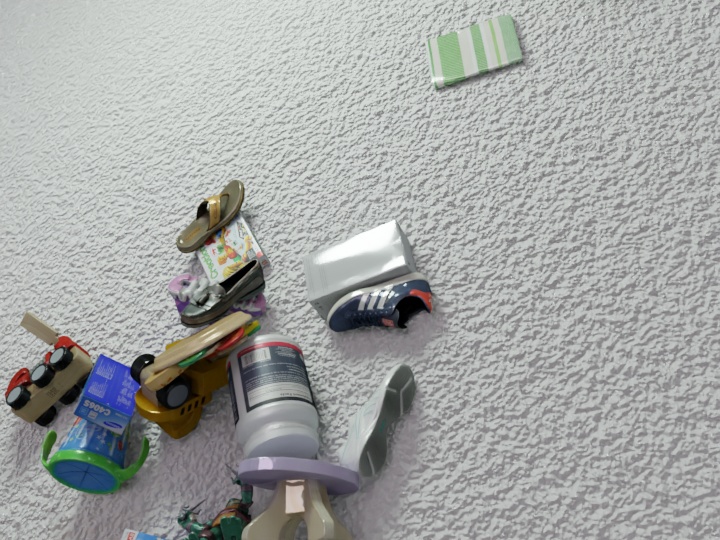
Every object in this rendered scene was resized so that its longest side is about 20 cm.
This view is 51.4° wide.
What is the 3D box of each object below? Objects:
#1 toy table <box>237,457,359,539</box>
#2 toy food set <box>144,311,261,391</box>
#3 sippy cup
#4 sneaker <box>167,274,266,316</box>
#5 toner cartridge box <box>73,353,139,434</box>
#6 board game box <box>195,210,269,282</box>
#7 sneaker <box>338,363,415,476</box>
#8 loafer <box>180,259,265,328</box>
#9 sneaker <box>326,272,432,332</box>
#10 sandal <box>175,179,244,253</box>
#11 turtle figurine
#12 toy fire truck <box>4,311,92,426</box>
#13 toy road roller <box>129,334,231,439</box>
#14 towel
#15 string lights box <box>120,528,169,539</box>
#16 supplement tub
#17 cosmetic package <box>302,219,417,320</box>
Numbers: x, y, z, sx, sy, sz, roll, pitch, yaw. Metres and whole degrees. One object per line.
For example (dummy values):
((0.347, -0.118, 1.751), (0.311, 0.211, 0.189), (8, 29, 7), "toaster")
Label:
((-0.094, 0.364, 1.142), (0.199, 0.184, 0.118), (10, 58, -17), "toy table")
((-0.270, 0.132, 1.295), (0.197, 0.200, 0.049), (-26, 95, 22), "toy food set")
((-0.495, 0.328, 1.401), (0.140, 0.177, 0.131), (-45, 26, 42), "sippy cup")
((-0.285, 0.069, 1.498), (0.199, 0.089, 0.081), (8, 32, 7), "sneaker")
((-0.470, 0.229, 1.406), (0.043, 0.095, 0.200), (-60, 16, 8), "toner cartridge box")
((-0.285, -0.051, 1.597), (0.126, 0.035, 0.200), (-36, 50, 2), "board game box")
((0.022, 0.238, 1.235), (0.080, 0.070, 0.201), (-2, 50, 49), "sneaker")
((-0.261, 0.038, 1.410), (0.072, 0.063, 0.200), (21, 36, 31), "loafer")
((0.035, 0.076, 1.329), (0.199, 0.075, 0.085), (-25, 47, 10), "sneaker")
((-0.326, -0.121, 1.606), (0.200, 0.054, 0.080), (-45, 50, -6), "sandal")
((-0.219, 0.393, 1.202), (0.150, 0.200, 0.101), (-44, 94, 1), "turtle figurine")
((-0.678, 0.197, 1.587), (0.176, 0.129, 0.200), (-43, 39, -5), "toy fire truck")
((-0.327, 0.220, 1.407), (0.123, 0.147, 0.199), (27, 36, 37), "toy road roller")
((0.243, -0.475, 1.623), (0.199, 0.023, 0.153), (-14, 55, 16), "towel")
((-0.318, 0.503, 1.236), (0.199, 0.059, 0.103), (2, 62, 28), "string lights box")
((-0.150, 0.224, 1.282), (0.140, 0.140, 0.201), (-25, 52, 10), "supplement tub")
((0.000, 0.000, 1.395), (0.199, 0.081, 0.113), (-19, 53, 13), "cosmetic package")
